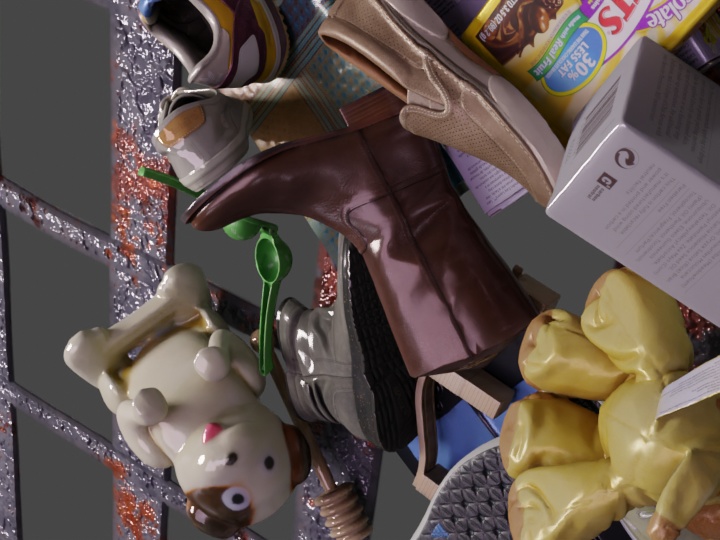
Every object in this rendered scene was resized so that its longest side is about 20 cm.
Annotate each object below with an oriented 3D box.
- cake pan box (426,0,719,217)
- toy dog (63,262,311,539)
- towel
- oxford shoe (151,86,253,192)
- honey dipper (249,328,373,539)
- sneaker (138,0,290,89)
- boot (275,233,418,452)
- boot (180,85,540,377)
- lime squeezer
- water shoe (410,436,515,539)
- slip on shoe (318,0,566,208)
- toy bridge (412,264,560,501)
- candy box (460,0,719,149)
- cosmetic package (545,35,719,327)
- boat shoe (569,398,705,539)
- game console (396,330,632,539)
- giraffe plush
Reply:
[{"bbox_3d":[0.103,-0.156,0.705,0.200,0.052,0.185,-37,82,42],"label":"cake pan box"},{"bbox_3d":[-0.135,0.129,0.942,0.200,0.139,0.194,45,156,39],"label":"toy dog"},{"bbox_3d":[-0.018,-0.103,0.848,0.147,0.022,0.200,-41,80,42],"label":"towel"},{"bbox_3d":[-0.120,-0.108,0.817,0.075,0.200,0.058,-39,107,3],"label":"oxford shoe"},{"bbox_3d":[-0.047,0.142,0.973,0.038,0.038,0.201,-28,87,43],"label":"honey dipper"},{"bbox_3d":[-0.132,-0.223,0.830,0.075,0.090,0.200,-46,69,40],"label":"sneaker"},{"bbox_3d":[-0.022,0.038,0.859,0.130,0.068,0.201,14,115,45],"label":"boot"},{"bbox_3d":[0.000,0.000,0.751,0.186,0.064,0.201,-27,95,12],"label":"boot"},{"bbox_3d":[-0.094,-0.017,0.851,0.200,0.070,0.038,63,171,-32],"label":"lime squeezer"},{"bbox_3d":[0.086,0.181,0.813,0.072,0.079,0.200,46,118,17],"label":"water shoe"},{"bbox_3d":[0.052,-0.102,0.676,0.061,0.076,0.200,-40,76,0],"label":"slip on shoe"},{"bbox_3d":[0.078,0.080,0.813,0.067,0.027,0.201,33,121,23],"label":"toy bridge"},{"bbox_3d":[0.147,-0.166,0.615,0.102,0.026,0.200,46,130,8],"label":"candy box"},{"bbox_3d":[0.206,-0.026,0.597,0.200,0.102,0.071,33,131,-4],"label":"cosmetic package"},{"bbox_3d":[0.189,0.144,0.739,0.200,0.062,0.072,45,102,11],"label":"boat shoe"},{"bbox_3d":[0.117,0.141,0.837,0.200,0.031,0.177,52,133,8],"label":"game console"},{"bbox_3d":[0.199,0.099,0.648,0.200,0.162,0.173,-16,57,61],"label":"giraffe plush"}]
